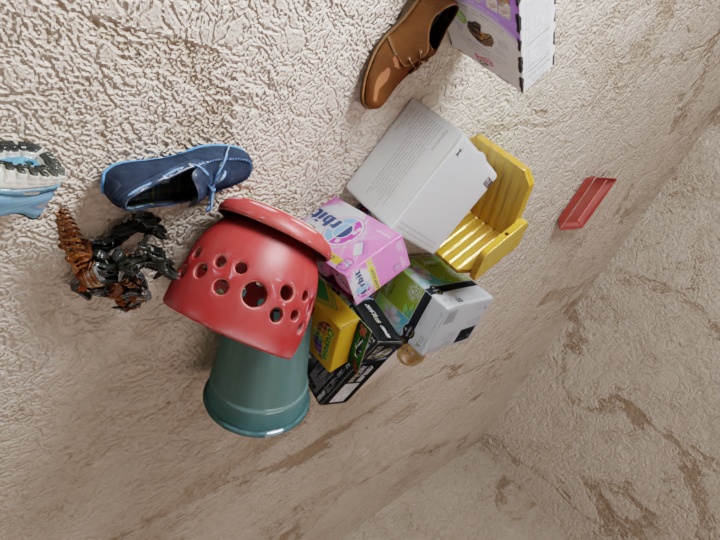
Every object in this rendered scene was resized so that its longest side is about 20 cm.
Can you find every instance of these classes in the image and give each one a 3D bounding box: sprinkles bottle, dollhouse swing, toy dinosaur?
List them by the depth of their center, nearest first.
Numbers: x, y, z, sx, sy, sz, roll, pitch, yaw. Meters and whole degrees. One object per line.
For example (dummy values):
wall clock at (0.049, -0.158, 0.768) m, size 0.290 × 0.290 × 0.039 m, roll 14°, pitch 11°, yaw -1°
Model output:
toy dinosaur at (-0.313, -0.007, 0.703) m, size 0.135 × 0.103 × 0.200 m, roll -24°, pitch 170°, yaw -4°
dollhouse swing at (0.216, -0.131, 1.102) m, size 0.181 × 0.200 × 0.176 m, roll -37°, pitch 150°, yaw -15°
sprinkles bottle at (0.114, 0.144, 1.330) m, size 0.068 × 0.200 × 0.069 m, roll 0°, pitch 117°, yaw -1°

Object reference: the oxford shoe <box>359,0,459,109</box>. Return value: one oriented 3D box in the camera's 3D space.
oxford shoe at (0.069, -0.319, 0.817) m, size 0.071 × 0.071 × 0.200 m, roll 5°, pitch 125°, yaw -56°

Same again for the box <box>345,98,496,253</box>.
box at (0.116, -0.162, 1.008) m, size 0.200 × 0.131 × 0.199 m, roll -51°, pitch 150°, yaw 10°

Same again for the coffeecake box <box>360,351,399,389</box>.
coffeecake box at (0.018, 0.202, 1.375) m, size 0.153 × 0.073 × 0.200 m, roll -35°, pitch 151°, yaw 0°

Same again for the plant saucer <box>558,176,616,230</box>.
plant saucer at (0.734, -0.226, 1.814) m, size 0.199 × 0.037 × 0.201 m, roll -8°, pitch 133°, yaw -47°

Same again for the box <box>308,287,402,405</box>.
box at (-0.038, 0.150, 1.140) m, size 0.086 × 0.164 × 0.200 m, roll 10°, pitch 127°, yaw -51°

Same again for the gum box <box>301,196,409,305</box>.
gum box at (-0.028, -0.041, 0.916) m, size 0.113 × 0.200 × 0.066 m, roll -36°, pitch 132°, yaw -18°

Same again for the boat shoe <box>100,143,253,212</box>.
boat shoe at (-0.221, -0.106, 0.710) m, size 0.199 × 0.069 × 0.084 m, roll -25°, pitch 145°, yaw -33°

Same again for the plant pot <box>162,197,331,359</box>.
plant pot at (-0.153, 0.005, 0.795) m, size 0.200 × 0.199 × 0.184 m, roll 37°, pitch 74°, yaw -60°

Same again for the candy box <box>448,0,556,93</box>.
candy box at (0.195, -0.381, 0.798) m, size 0.071 × 0.168 × 0.200 m, roll -41°, pitch 151°, yaw -3°

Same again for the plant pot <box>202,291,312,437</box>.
plant pot at (-0.174, 0.152, 0.989) m, size 0.199 × 0.200 × 0.197 m, roll -17°, pitch 131°, yaw -40°

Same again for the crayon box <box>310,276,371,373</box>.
crayon box at (-0.071, 0.094, 1.015) m, size 0.051 × 0.200 × 0.127 m, roll -25°, pitch 145°, yaw -36°

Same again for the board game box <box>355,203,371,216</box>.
board game box at (-0.011, -0.037, 1.110) m, size 0.120 × 0.032 × 0.200 m, roll -38°, pitch 150°, yaw -5°

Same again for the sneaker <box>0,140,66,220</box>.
sneaker at (-0.392, -0.074, 0.528) m, size 0.199 × 0.078 × 0.090 m, roll -3°, pitch 133°, yaw -50°

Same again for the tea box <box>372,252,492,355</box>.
tea box at (0.158, 0.068, 1.278) m, size 0.199 × 0.197 × 0.134 m, roll -7°, pitch 130°, yaw -49°
